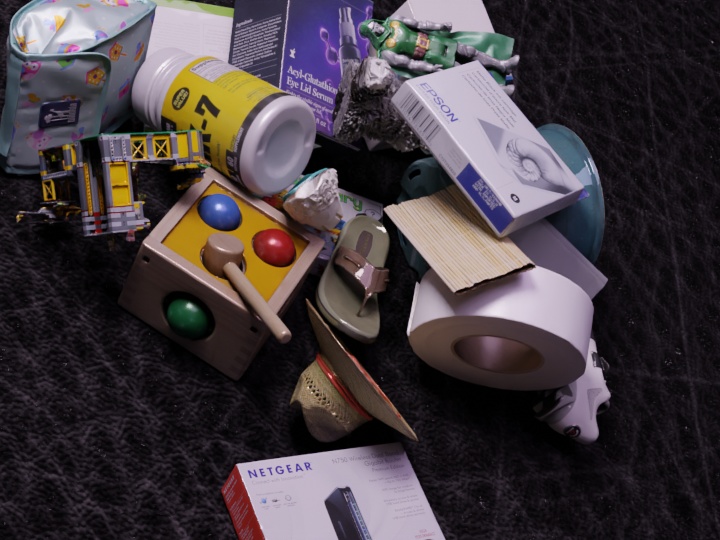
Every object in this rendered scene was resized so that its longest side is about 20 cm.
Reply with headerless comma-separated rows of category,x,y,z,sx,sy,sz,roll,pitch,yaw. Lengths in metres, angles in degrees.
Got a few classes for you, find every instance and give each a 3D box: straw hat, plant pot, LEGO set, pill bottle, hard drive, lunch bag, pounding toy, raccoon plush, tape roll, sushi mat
straw hat,-0.027,0.131,1.490,0.085,0.201,0.202,-38,69,-1
plant pot,0.160,-0.068,1.741,0.194,0.201,0.201,-9,55,-26
LEGO set,-0.253,-0.079,1.511,0.153,0.198,0.117,-7,92,-50
pill bottle,-0.156,-0.172,1.608,0.199,0.115,0.114,28,36,31
hard drive,0.183,0.001,1.669,0.200,0.132,0.026,39,7,-33
lunch bag,-0.326,-0.214,1.589,0.121,0.171,0.200,29,41,9
pounding toy,-0.137,0.008,1.514,0.183,0.143,0.200,32,41,1
raccoon plush,0.047,-0.180,1.641,0.132,0.098,0.200,12,3,-13
tape roll,0.155,0.062,1.587,0.200,0.202,0.072,19,65,-14
sushi mat,0.104,-0.037,1.550,0.095,0.012,0.200,-20,34,-12

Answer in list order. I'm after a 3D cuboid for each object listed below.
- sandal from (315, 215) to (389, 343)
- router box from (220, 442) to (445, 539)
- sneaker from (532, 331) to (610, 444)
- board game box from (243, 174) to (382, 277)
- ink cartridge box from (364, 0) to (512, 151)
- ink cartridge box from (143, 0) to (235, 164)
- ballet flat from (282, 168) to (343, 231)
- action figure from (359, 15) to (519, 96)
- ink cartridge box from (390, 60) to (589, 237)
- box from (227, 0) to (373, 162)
sandal,-0.001,-0.001,1.616,0.079,0.057,0.202,25,41,-16
router box,-0.016,0.267,1.411,0.198,0.049,0.181,-3,53,-33
sneaker,0.257,0.127,1.701,0.088,0.074,0.201,39,40,-17
board game box,-0.069,-0.057,1.695,0.198,0.035,0.127,19,44,-16
ink cartridge box,0.074,-0.249,1.858,0.128,0.200,0.126,-13,75,-38
ink cartridge box,-0.209,-0.219,1.748,0.146,0.076,0.203,4,82,-28
ballet flat,-0.045,-0.076,1.593,0.071,0.072,0.200,29,4,-3
action figure,0.091,-0.259,1.715,0.198,0.055,0.119,16,67,-15
ink cartridge box,0.157,-0.145,1.597,0.200,0.041,0.199,52,40,13
box,-0.075,-0.250,1.737,0.147,0.104,0.203,17,73,-44
